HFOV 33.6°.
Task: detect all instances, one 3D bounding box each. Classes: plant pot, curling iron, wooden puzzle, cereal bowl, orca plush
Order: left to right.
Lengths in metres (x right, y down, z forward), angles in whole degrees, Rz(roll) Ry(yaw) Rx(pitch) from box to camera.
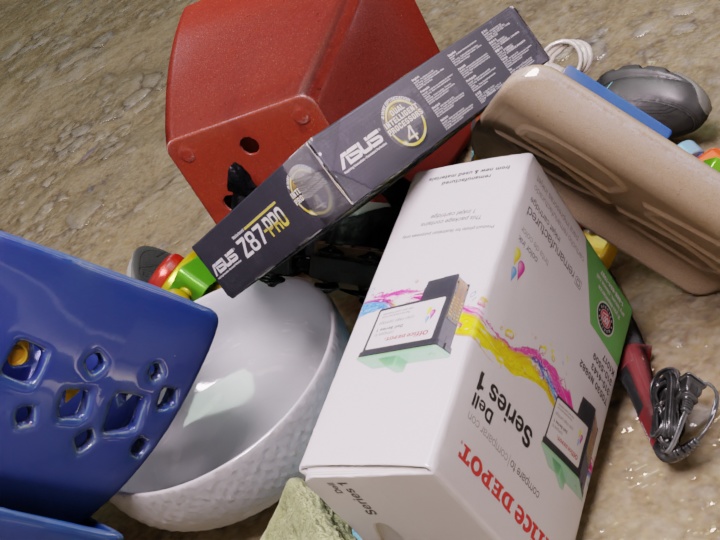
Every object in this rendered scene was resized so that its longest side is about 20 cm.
[{"bbox_3d":[-0.235,0.071,0.726,0.200,0.200,0.180,7,77,47],"label":"plant pot"},{"bbox_3d":[-0.085,0.099,0.816,0.200,0.083,0.200,-23,33,16],"label":"cereal bowl"},{"bbox_3d":[-0.045,-0.118,0.965,0.199,0.200,0.176,-15,34,26],"label":"plant pot"},{"bbox_3d":[-0.011,-0.023,0.856,0.105,0.200,0.071,-62,-6,23],"label":"orca plush"},{"bbox_3d":[0.154,-0.051,0.654,0.046,0.185,0.200,-58,0,-3],"label":"wooden puzzle"},{"bbox_3d":[0.169,0.048,0.713,0.050,0.026,0.200,-56,15,19],"label":"curling iron"}]

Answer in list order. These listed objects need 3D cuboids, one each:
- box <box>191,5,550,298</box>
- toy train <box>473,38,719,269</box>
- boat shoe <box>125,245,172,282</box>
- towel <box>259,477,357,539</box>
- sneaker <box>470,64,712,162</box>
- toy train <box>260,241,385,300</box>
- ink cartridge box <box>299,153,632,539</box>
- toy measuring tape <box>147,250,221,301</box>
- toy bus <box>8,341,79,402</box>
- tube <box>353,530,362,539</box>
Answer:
[{"bbox_3d":[0.006,-0.073,0.743,0.200,0.049,0.161,-39,5,-36],"label":"box"},{"bbox_3d":[0.169,-0.065,0.816,0.150,0.056,0.200,-39,55,-2],"label":"toy train"},{"bbox_3d":[-0.179,0.058,0.979,0.065,0.074,0.202,-57,23,28],"label":"boat shoe"},{"bbox_3d":[-0.026,0.208,0.600,0.149,0.036,0.200,-65,28,11],"label":"towel"},{"bbox_3d":[0.166,-0.093,0.892,0.200,0.075,0.079,-10,51,42],"label":"sneaker"},{"bbox_3d":[0.000,0.000,0.802,0.199,0.034,0.046,7,10,14],"label":"toy train"},{"bbox_3d":[0.067,0.061,0.650,0.084,0.145,0.200,-7,48,37],"label":"ink cartridge box"},{"bbox_3d":[-0.126,0.012,0.977,0.073,0.074,0.200,-22,9,16],"label":"toy measuring tape"},{"bbox_3d":[-0.313,0.114,0.893,0.200,0.192,0.136,-39,33,-8],"label":"toy bus"},{"bbox_3d":[0.027,0.095,0.763,0.077,0.050,0.200,-38,26,37],"label":"tube"}]
